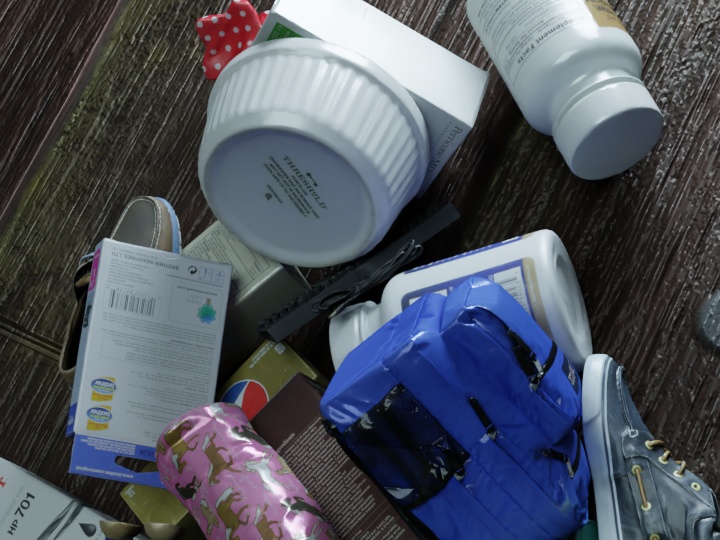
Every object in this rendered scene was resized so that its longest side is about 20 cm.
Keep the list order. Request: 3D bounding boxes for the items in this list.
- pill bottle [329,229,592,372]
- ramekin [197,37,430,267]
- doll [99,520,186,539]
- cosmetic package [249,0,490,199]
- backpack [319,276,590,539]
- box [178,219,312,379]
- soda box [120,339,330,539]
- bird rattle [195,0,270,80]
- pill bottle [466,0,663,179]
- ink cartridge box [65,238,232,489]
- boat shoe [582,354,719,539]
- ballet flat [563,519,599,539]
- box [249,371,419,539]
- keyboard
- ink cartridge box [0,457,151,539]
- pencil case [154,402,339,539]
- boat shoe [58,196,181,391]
[{"bbox_3d":[0.081,0.050,1.239,0.198,0.120,0.121,-16,61,18],"label":"pill bottle"},{"bbox_3d":[-0.048,-0.091,1.279,0.200,0.203,0.095,-2,42,24],"label":"ramekin"},{"bbox_3d":[-0.189,0.302,1.182,0.135,0.048,0.202,0,73,15],"label":"doll"},{"bbox_3d":[0.000,-0.166,1.317,0.199,0.108,0.085,29,45,-7],"label":"cosmetic package"},{"bbox_3d":[0.089,0.122,1.109,0.167,0.163,0.201,-37,95,20],"label":"backpack"},{"bbox_3d":[-0.150,0.043,1.377,0.199,0.078,0.095,-38,56,5],"label":"box"},{"bbox_3d":[-0.112,0.155,1.315,0.200,0.064,0.068,-47,56,0],"label":"soda box"},{"bbox_3d":[-0.076,-0.184,1.442,0.198,0.112,0.165,0,83,29],"label":"bird rattle"},{"bbox_3d":[0.180,-0.183,1.304,0.114,0.114,0.201,-31,58,9],"label":"pill bottle"},{"bbox_3d":[-0.181,0.083,1.270,0.042,0.118,0.202,150,129,-62],"label":"ink cartridge box"},{"bbox_3d":[0.227,0.158,1.154,0.090,0.071,0.202,-12,69,19],"label":"boat shoe"},{"bbox_3d":[0.152,0.288,1.136,0.070,0.067,0.202,-21,56,41],"label":"ballet flat"},{"bbox_3d":[0.001,0.184,1.225,0.075,0.100,0.200,-46,57,4],"label":"box"},{"bbox_3d":[0.000,0.000,1.288,0.199,0.021,0.127,-35,12,-13],"label":"keyboard"},{"bbox_3d":[-0.270,0.276,1.322,0.199,0.086,0.147,22,77,30],"label":"ink cartridge box"},{"bbox_3d":[-0.085,0.192,1.167,0.200,0.086,0.083,49,129,37],"label":"pencil case"},{"bbox_3d":[-0.215,0.017,1.330,0.072,0.072,0.202,-1,65,27],"label":"boat shoe"}]
